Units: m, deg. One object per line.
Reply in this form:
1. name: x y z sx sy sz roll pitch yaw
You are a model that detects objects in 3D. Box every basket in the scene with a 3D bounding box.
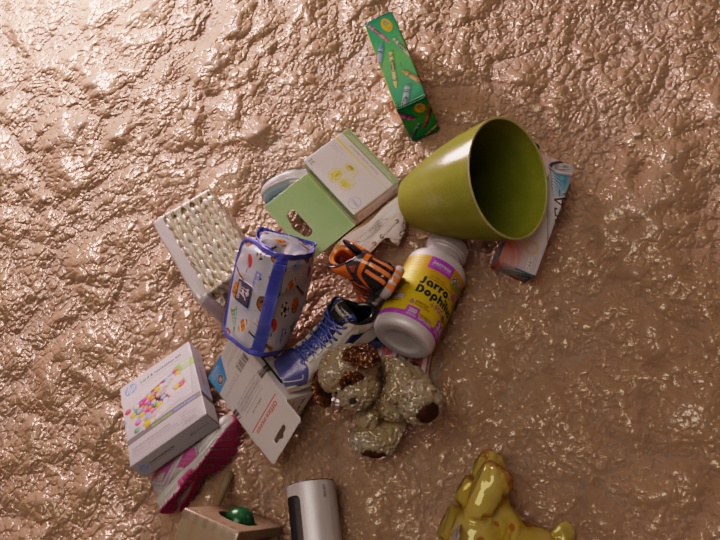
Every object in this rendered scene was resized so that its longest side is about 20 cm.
1. basket: -0.257 -0.025 1.568 0.123 0.136 0.200 -34 63 -1

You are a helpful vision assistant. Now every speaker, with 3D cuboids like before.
1. speaker: -0.065 0.430 1.354 0.081 0.081 0.201 -14 66 13

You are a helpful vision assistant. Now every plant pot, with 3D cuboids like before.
1. plant pot: 0.160 -0.126 1.390 0.199 0.187 0.188 -11 62 49

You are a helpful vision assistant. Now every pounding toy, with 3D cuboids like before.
1. pounding toy: -0.222 0.430 1.364 0.141 0.184 0.201 16 84 23

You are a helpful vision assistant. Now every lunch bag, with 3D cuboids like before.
1. lunch bag: -0.144 0.031 1.389 0.123 0.200 0.171 14 101 -5

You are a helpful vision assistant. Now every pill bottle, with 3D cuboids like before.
1. pill bottle: 0.106 0.035 1.421 0.104 0.105 0.201 15 57 23

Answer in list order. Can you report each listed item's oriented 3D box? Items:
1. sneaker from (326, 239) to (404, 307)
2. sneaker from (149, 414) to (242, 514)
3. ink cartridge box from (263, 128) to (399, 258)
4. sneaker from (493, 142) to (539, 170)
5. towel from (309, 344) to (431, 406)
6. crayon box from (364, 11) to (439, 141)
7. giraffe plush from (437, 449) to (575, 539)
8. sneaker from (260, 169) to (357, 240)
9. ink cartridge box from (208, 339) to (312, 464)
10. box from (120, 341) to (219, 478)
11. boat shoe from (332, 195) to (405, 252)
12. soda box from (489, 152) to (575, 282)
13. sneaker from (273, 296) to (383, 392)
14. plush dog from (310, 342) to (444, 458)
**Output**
1. sneaker: 0.000 0.000 1.424 0.112 0.200 0.078 32 73 -3
2. sneaker: -0.284 0.309 1.472 0.200 0.081 0.088 -46 62 1
3. ink cartridge box: -0.052 -0.133 1.510 0.200 0.048 0.146 -37 67 -12
4. sneaker: 0.214 -0.151 1.479 0.199 0.075 0.116 -6 77 46
5. towel: 0.018 0.164 1.461 0.199 0.030 0.147 8 73 18
6. crayon box: 0.076 -0.350 1.587 0.058 0.119 0.201 -22 64 9
7. giraffe plush: 0.210 0.377 1.248 0.162 0.200 0.173 28 112 2
8. sneaker: -0.087 -0.111 1.573 0.199 0.080 0.131 -9 66 16
9. ink cartridge box: -0.156 0.205 1.453 0.200 0.068 0.116 48 123 27
10. box: -0.329 0.232 1.498 0.156 0.041 0.200 -34 36 4
11. boat shoe: 0.046 -0.071 1.524 0.200 0.071 0.069 -39 86 -5
12. soda box: 0.281 -0.085 1.435 0.068 0.064 0.201 23 78 0
13. sneaker: -0.052 0.101 1.398 0.199 0.116 0.081 -27 53 -17
14. plush dog: 0.017 0.170 1.344 0.200 0.171 0.161 -45 24 41
